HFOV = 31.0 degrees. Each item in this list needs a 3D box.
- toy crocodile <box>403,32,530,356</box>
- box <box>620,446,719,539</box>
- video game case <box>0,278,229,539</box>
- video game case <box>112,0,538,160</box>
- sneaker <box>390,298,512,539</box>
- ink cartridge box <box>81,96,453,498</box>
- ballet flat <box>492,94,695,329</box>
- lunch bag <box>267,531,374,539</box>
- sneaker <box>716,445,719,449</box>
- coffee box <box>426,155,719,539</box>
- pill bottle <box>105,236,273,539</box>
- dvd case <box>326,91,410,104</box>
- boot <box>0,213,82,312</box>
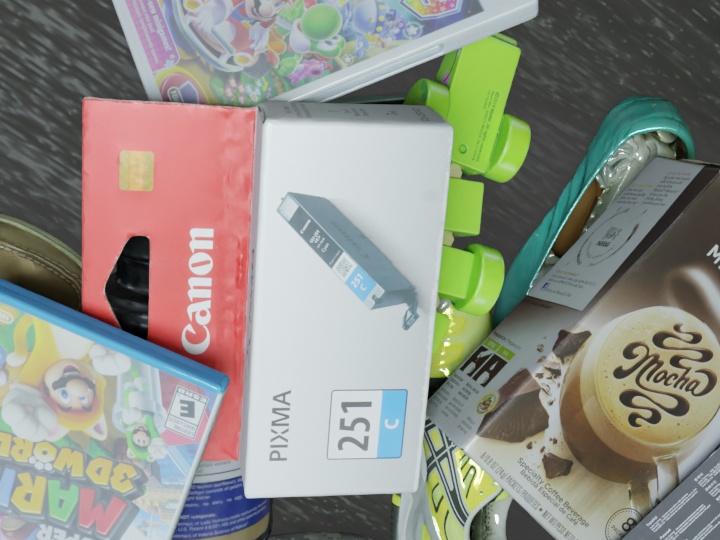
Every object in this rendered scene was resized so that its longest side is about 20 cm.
[{"bbox_3d":[0.045,-0.041,0.720,0.067,0.062,0.200,14,85,-21],"label":"toy crocodile"},{"bbox_3d":[0.171,0.199,0.710,0.200,0.050,0.158,-43,137,-4],"label":"box"},{"bbox_3d":[-0.164,0.113,0.675,0.143,0.018,0.200,23,113,2],"label":"video game case"},{"bbox_3d":[-0.027,-0.155,0.674,0.200,0.018,0.143,-22,68,-1],"label":"video game case"},{"bbox_3d":[0.068,0.096,0.781,0.075,0.076,0.200,-21,118,-44],"label":"sneaker"},{"bbox_3d":[-0.051,0.017,0.650,0.176,0.045,0.200,0,109,-10],"label":"ink cartridge box"},{"bbox_3d":[0.138,-0.012,0.778,0.067,0.070,0.200,24,101,-14],"label":"ballet flat"},{"bbox_3d":[-0.037,0.242,0.753,0.168,0.200,0.140,-20,107,-1],"label":"lunch bag"},{"bbox_3d":[0.244,0.128,0.832,0.082,0.074,0.200,-10,98,-4],"label":"sneaker"},{"bbox_3d":[0.147,0.048,0.709,0.113,0.080,0.200,43,87,-17],"label":"coffee box"},{"bbox_3d":[-0.102,0.062,0.742,0.112,0.112,0.200,1,104,-8],"label":"pill bottle"},{"bbox_3d":[0.000,0.000,0.741,0.146,0.022,0.200,-13,113,-49],"label":"dvd case"},{"bbox_3d":[-0.241,0.007,0.684,0.200,0.155,0.072,21,102,-12],"label":"boot"}]
